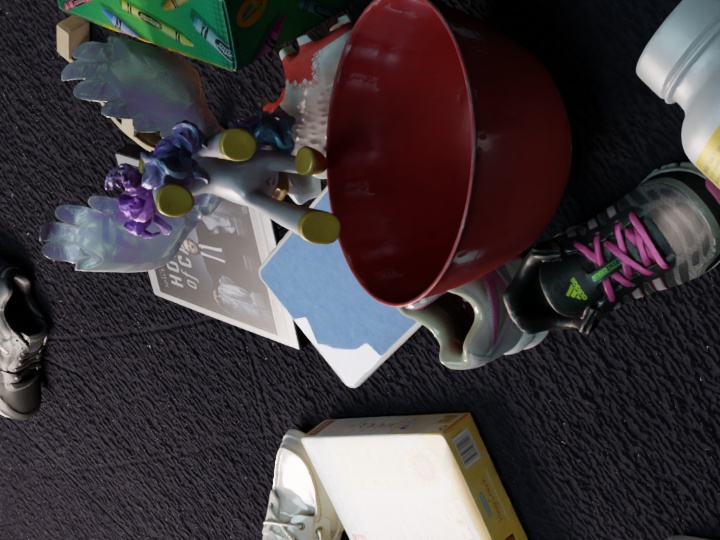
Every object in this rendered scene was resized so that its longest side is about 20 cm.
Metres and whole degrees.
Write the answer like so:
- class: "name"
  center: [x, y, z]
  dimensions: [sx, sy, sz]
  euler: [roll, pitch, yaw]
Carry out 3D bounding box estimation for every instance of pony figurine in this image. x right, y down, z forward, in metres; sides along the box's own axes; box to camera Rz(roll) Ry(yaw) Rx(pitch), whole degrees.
- class: "pony figurine"
  center: [-0.115, -0.068, 1.175]
  dimensions: [0.200, 0.191, 0.168]
  euler: [-158, 78, -73]

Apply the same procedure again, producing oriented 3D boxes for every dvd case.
- class: "dvd case"
  center: [-0.128, -0.023, 1.479]
  dimensions: [0.199, 0.025, 0.152]
  euler: [17, 130, 41]

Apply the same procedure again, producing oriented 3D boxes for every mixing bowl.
- class: "mixing bowl"
  center: [0.066, -0.077, 1.098]
  dimensions: [0.200, 0.107, 0.203]
  euler: [1, 91, 63]

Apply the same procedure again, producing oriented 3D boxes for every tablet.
- class: "tablet"
  center: [0.000, 0.000, 1.336]
  dimensions: [0.130, 0.014, 0.200]
  euler: [50, 138, 6]

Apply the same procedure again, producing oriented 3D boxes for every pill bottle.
- class: "pill bottle"
  center: [0.248, -0.070, 0.911]
  dimensions: [0.200, 0.112, 0.113]
  euler: [46, 144, 13]

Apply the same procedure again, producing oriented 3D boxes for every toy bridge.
- class: "toy bridge"
  center: [-0.191, -0.144, 1.453]
  dimensions: [0.200, 0.027, 0.068]
  euler: [39, 143, 24]

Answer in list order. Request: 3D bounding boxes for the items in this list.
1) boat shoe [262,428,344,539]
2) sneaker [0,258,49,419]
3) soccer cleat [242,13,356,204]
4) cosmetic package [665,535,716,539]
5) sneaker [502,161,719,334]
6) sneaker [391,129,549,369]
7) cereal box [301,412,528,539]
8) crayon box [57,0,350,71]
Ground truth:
- class: "boat shoe"
  center: [-0.057, 0.239, 1.568]
  dimensions: [0.070, 0.069, 0.202]
  euler: [26, 135, 37]
- class: "sneaker"
  center: [-0.373, 0.082, 1.820]
  dimensions: [0.087, 0.076, 0.202]
  euler: [13, 128, 36]
- class: "soccer cleat"
  center: [-0.029, -0.116, 1.245]
  dimensions: [0.086, 0.068, 0.200]
  euler: [57, 150, 7]
- class: "cosmetic package"
  center: [0.243, 0.307, 1.148]
  dimensions: [0.164, 0.199, 0.166]
  euler: [-6, 113, 51]
- class: "sneaker"
  center: [0.161, -0.004, 1.091]
  dimensions: [0.074, 0.087, 0.200]
  euler: [57, 145, -3]
- class: "sneaker"
  center: [0.055, -0.017, 1.199]
  dimensions: [0.081, 0.088, 0.201]
  euler: [-31, 93, 47]
- class: "cereal box"
  center: [0.046, 0.192, 1.433]
  dimensions: [0.199, 0.039, 0.145]
  euler: [-7, 112, 53]
- class: "crayon box"
  center: [-0.119, -0.215, 1.229]
  dimensions: [0.199, 0.118, 0.059]
  euler: [23, 135, 38]
